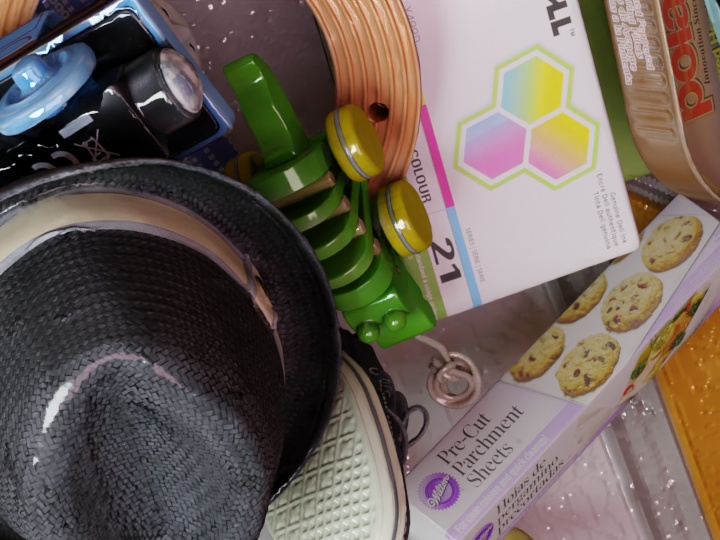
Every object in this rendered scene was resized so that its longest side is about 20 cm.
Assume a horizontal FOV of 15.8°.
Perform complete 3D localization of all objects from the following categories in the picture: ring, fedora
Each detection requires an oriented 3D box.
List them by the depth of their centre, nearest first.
[{"bbox_3d":[-0.086,0.060,0.954,0.200,0.092,0.201,-9,128,-12],"label":"fedora"},{"bbox_3d":[-0.072,-0.081,1.061,0.200,0.019,0.201,5,118,10],"label":"ring"}]

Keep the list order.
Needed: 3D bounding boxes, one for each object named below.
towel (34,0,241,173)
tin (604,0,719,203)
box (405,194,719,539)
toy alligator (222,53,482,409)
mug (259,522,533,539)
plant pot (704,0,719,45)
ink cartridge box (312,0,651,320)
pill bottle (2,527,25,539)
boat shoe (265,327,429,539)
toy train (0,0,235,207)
[{"bbox_3d":[-0.154,-0.019,1.119,0.200,0.024,0.145,-39,111,2],"label":"towel"},{"bbox_3d":[0.149,-0.122,1.093,0.112,0.042,0.201,-32,119,-40],"label":"tin"},{"bbox_3d":[0.093,0.049,1.134,0.200,0.041,0.039,-44,154,-22],"label":"box"},{"bbox_3d":[0.000,0.000,1.044,0.059,0.054,0.200,-22,123,18],"label":"toy alligator"},{"bbox_3d":[-0.019,0.149,1.136,0.186,0.153,0.150,-37,113,3],"label":"mug"},{"bbox_3d":[0.252,-0.140,1.033,0.196,0.200,0.201,-22,114,-23],"label":"plant pot"},{"bbox_3d":[0.093,-0.085,1.114,0.199,0.076,0.148,-19,113,-3],"label":"ink cartridge box"},{"bbox_3d":[-0.148,0.127,1.104,0.112,0.112,0.200,8,120,-15],"label":"pill bottle"},{"bbox_3d":[-0.008,0.070,1.084,0.062,0.200,0.075,26,105,-24],"label":"boat shoe"},{"bbox_3d":[-0.141,-0.042,1.017,0.200,0.114,0.087,-29,115,22],"label":"toy train"}]
